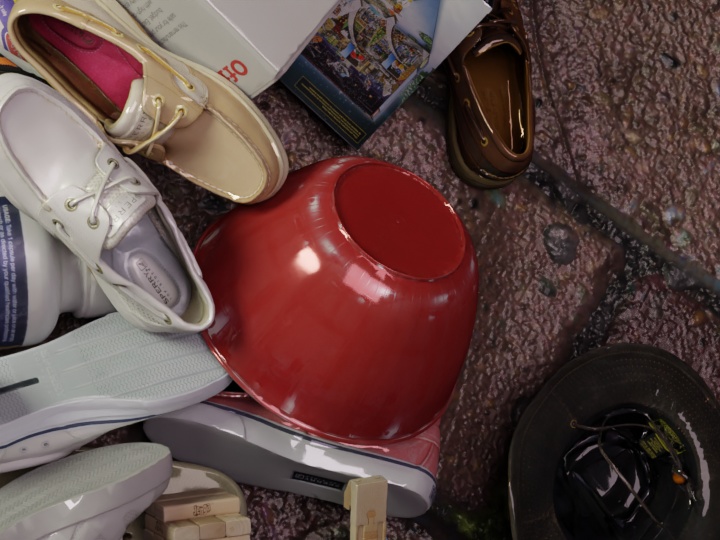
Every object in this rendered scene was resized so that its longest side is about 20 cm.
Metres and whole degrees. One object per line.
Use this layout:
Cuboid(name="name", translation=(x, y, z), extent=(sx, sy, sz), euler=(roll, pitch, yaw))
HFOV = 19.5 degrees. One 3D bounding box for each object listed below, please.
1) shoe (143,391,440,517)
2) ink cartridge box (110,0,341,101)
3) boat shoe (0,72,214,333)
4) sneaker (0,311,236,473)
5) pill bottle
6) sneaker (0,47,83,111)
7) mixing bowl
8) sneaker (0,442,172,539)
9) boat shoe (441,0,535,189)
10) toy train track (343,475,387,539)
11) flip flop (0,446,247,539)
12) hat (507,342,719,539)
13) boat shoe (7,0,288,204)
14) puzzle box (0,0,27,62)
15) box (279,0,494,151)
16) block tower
Cuboid(name="shoe", translation=(-0.041, 0.094, 1.389), extent=(0.200, 0.072, 0.091), euler=(16, 60, -8))
Cuboid(name="ink cartridge box", translation=(-0.131, -0.194, 1.331), extent=(0.200, 0.146, 0.084), euler=(45, 58, -13))
Cuboid(name="boat shoe", translation=(-0.150, -0.039, 1.248), extent=(0.071, 0.069, 0.200), euler=(-50, 121, -17))
Cuboid(name="sneaker", translation=(-0.176, 0.078, 1.320), extent=(0.200, 0.071, 0.073), euler=(-11, 60, -16))
Cuboid(name="pill bottle", translation=(-0.251, -0.004, 1.306), extent=(0.200, 0.111, 0.111), euler=(-5, 83, -19))
Cuboid(name="sneaker", translation=(-0.258, -0.116, 1.305), extent=(0.200, 0.090, 0.070), euler=(25, 99, 5))
Cuboid(name="mixing bowl", translation=(0.000, 0.000, 1.344), extent=(0.200, 0.108, 0.200), euler=(19, 43, -19))
Cuboid(name="sneaker", translation=(-0.186, 0.188, 1.262), extent=(0.200, 0.074, 0.116), euler=(-28, 112, -38))
Cuboid(name="boat shoe", translation=(0.089, -0.160, 1.467), extent=(0.072, 0.068, 0.201), euler=(-8, 84, -19))
Cuboid(name="toy train track", translation=(-0.002, 0.228, 1.372), extent=(0.114, 0.033, 0.201), euler=(-7, 108, -27))
Cuboid(name="flip flop", translation=(-0.169, 0.151, 1.336), extent=(0.199, 0.058, 0.081), euler=(6, 80, -12))
Cuboid(name="hat", translation=(0.166, 0.151, 1.440), extent=(0.200, 0.081, 0.201), euler=(6, 78, -26))
Cuboid(name="boat shoe", translation=(-0.136, -0.103, 1.288), extent=(0.200, 0.074, 0.069), euler=(37, 31, -1))
Cuboid(name="puzzle box", translation=(-0.242, -0.195, 1.385), extent=(0.133, 0.025, 0.200), euler=(-28, 91, -21))
Cuboid(name="box", translation=(-0.028, -0.199, 1.413), extent=(0.200, 0.038, 0.137), euler=(42, 107, -8))
Cuboid(name="block tower", translation=(-0.103, 0.243, 1.321), extent=(0.058, 0.054, 0.201), euler=(-4, 97, -26))
